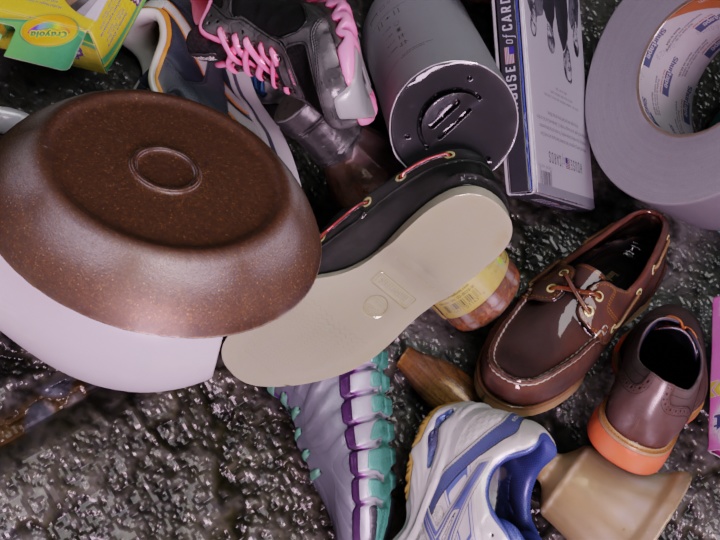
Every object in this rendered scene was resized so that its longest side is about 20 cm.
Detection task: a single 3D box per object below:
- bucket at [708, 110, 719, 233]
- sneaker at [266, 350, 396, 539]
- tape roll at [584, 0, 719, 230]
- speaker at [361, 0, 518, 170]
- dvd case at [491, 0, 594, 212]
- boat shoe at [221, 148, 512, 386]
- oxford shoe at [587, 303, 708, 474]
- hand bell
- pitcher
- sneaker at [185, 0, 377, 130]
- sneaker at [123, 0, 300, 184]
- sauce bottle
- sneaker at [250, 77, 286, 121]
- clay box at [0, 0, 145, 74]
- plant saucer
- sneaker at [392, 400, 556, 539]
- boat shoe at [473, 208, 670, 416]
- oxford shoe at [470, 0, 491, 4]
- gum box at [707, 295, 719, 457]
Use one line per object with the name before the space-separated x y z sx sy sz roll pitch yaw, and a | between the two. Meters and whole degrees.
bucket | 0.363 -0.084 1.134 0.206 0.135 0.209 8 69 -20
sneaker | -0.025 0.092 0.967 0.087 0.074 0.202 -4 77 10
tape roll | 0.252 -0.131 1.046 0.066 0.200 0.202 20 63 -40
speaker | 0.047 -0.127 0.989 0.081 0.200 0.082 -2 114 -5
dvd case | 0.126 -0.145 1.047 0.150 0.025 0.202 6 81 -66
boat shoe | 0.002 0.002 0.914 0.074 0.201 0.063 45 20 -29
oxford shoe | 0.208 0.061 1.014 0.071 0.073 0.200 28 28 6
hand bell | 0.106 0.117 1.001 0.199 0.104 0.104 36 62 8
pitcher | -0.170 -0.019 0.917 0.199 0.122 0.172 15 50 -4
sneaker | -0.054 -0.137 0.915 0.095 0.079 0.200 -21 38 -8
sneaker | -0.102 -0.089 0.983 0.079 0.079 0.201 -10 64 -29
sauce bottle | 0.024 -0.044 0.988 0.200 0.066 0.066 46 59 -28
sneaker | -0.056 -0.192 1.051 0.086 0.075 0.202 -7 79 -35
clay box | -0.189 -0.207 0.983 0.114 0.048 0.201 15 64 16
plant saucer | -0.112 -0.045 0.853 0.199 0.037 0.201 13 40 -11
sneaker | 0.063 0.180 0.922 0.075 0.088 0.202 19 79 -49
boat shoe | 0.145 0.021 1.022 0.070 0.071 0.200 33 45 18
oxford shoe | 0.078 -0.231 1.116 0.199 0.071 0.072 9 86 -36
gum box | 0.337 0.094 1.074 0.199 0.066 0.114 21 64 -31
